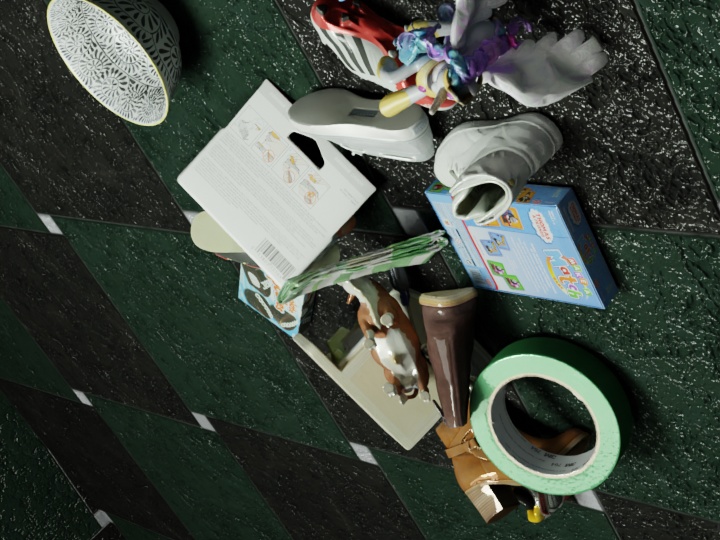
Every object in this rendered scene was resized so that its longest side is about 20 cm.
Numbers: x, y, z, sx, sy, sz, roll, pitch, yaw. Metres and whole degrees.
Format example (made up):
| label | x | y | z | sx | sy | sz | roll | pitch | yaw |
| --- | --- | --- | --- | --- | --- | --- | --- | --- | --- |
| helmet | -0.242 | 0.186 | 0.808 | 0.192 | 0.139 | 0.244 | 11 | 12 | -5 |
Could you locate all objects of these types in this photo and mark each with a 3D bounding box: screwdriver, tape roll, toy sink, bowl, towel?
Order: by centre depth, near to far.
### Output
| label | x | y | z | sx | sy | sz | roll | pitch | yaw |
| --- | --- | --- | --- | --- | --- | --- | --- | --- | --- |
| towel | 0.000 | 0.000 | 1.729 | 0.153 | 0.199 | 0.024 | 135 | 117 | -79 |
| tape roll | 0.234 | 0.181 | 1.772 | 0.199 | 0.048 | 0.202 | 15 | 122 | 24 |
| bowl | -0.291 | -0.291 | 1.811 | 0.200 | 0.094 | 0.201 | 32 | 152 | 20 |
| screwdriver | 0.061 | 0.060 | 1.867 | 0.029 | 0.028 | 0.201 | -4 | 111 | 17 |
| toy sink | 0.022 | 0.128 | 1.952 | 0.200 | 0.112 | 0.130 | 45 | 175 | -11 |

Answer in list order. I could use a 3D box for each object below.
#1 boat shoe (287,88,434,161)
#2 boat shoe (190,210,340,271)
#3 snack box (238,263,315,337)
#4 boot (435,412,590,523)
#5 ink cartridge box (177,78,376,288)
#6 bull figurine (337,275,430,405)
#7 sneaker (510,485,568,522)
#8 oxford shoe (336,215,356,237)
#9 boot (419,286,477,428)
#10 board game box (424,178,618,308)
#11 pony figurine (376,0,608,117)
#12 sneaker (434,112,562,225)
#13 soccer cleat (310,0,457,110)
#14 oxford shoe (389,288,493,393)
| label | x | y | z | sx | sy | sz | roll | pitch | yaw |
| --- | --- | --- | --- | --- | --- | --- | --- | --- | --- |
| boat shoe | 0.002 | -0.163 | 1.652 | 0.199 | 0.072 | 0.069 | 7 | 138 | 35 |
| boat shoe | -0.117 | -0.037 | 1.848 | 0.200 | 0.074 | 0.063 | 11 | 180 | 14 |
| snack box | -0.120 | 0.013 | 2.088 | 0.116 | 0.037 | 0.200 | 35 | 152 | 13 |
| boot | 0.197 | 0.224 | 1.913 | 0.200 | 0.074 | 0.155 | -40 | 66 | 23 |
| ink cartridge box | -0.101 | -0.107 | 1.788 | 0.200 | 0.176 | 0.045 | 45 | -168 | 7 |
| bull figurine | 0.034 | 0.083 | 1.827 | 0.201 | 0.065 | 0.122 | 59 | -169 | -17 |
| sneaker | 0.199 | 0.269 | 1.990 | 0.200 | 0.082 | 0.078 | 39 | 154 | 9 |
| oxford shoe | -0.096 | -0.094 | 1.878 | 0.199 | 0.071 | 0.073 | 6 | 134 | 34 |
| boot | 0.117 | 0.109 | 1.760 | 0.200 | 0.072 | 0.167 | 64 | -161 | -84 |
| board game box | 0.181 | -0.034 | 1.625 | 0.199 | 0.037 | 0.152 | 11 | 140 | 47 |
| pony figurine | 0.108 | -0.209 | 1.340 | 0.167 | 0.193 | 0.200 | 55 | 169 | -18 |
| sneaker | 0.117 | -0.101 | 1.529 | 0.074 | 0.116 | 0.200 | 47 | 154 | -15 |
| soccer cleat | 0.028 | -0.227 | 1.524 | 0.200 | 0.069 | 0.085 | 36 | 161 | 19 |
| oxford shoe | 0.109 | 0.100 | 1.892 | 0.200 | 0.058 | 0.075 | 45 | 157 | 0 |
